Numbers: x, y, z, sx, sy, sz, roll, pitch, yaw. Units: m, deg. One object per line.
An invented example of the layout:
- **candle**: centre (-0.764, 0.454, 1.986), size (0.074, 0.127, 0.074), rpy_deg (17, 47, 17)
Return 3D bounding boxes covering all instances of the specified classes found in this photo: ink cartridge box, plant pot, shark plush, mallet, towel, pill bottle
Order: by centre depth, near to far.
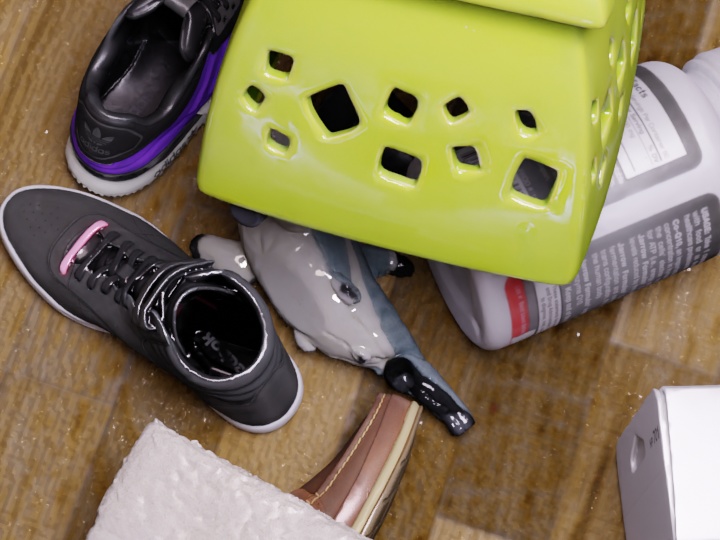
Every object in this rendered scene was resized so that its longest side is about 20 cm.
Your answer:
- **plant pot**: centre (0.042, -0.140, 1.125), size (0.198, 0.182, 0.201), rpy_deg (14, 45, 6)
- **towel**: centre (-0.054, 0.174, 1.151), size (0.199, 0.034, 0.133), rpy_deg (28, 82, 15)
- **ink cartridge box**: centre (0.242, 0.111, 1.188), size (0.199, 0.147, 0.086), rpy_deg (-3, 74, -3)
- **mallet**: centre (-0.013, -0.050, 1.226), size (0.066, 0.200, 0.041), rpy_deg (41, 118, -2)
- **pill bottle**: centre (0.135, -0.044, 1.252), size (0.199, 0.114, 0.114), rpy_deg (-22, 74, -10)
- **shark plush**: centre (0.000, 0.000, 1.260), size (0.200, 0.091, 0.083), rpy_deg (43, 45, 16)

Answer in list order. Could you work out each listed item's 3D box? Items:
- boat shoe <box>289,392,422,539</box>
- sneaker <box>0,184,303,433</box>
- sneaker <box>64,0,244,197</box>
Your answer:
- **boat shoe**: centre (-0.035, 0.144, 1.205), size (0.067, 0.072, 0.201), rpy_deg (30, 76, 5)
- **sneaker**: centre (-0.114, 0.005, 1.233), size (0.200, 0.099, 0.071), rpy_deg (36, 76, 10)
- **sneaker**: centre (-0.092, -0.137, 1.278), size (0.069, 0.100, 0.201), rpy_deg (29, 70, 7)
